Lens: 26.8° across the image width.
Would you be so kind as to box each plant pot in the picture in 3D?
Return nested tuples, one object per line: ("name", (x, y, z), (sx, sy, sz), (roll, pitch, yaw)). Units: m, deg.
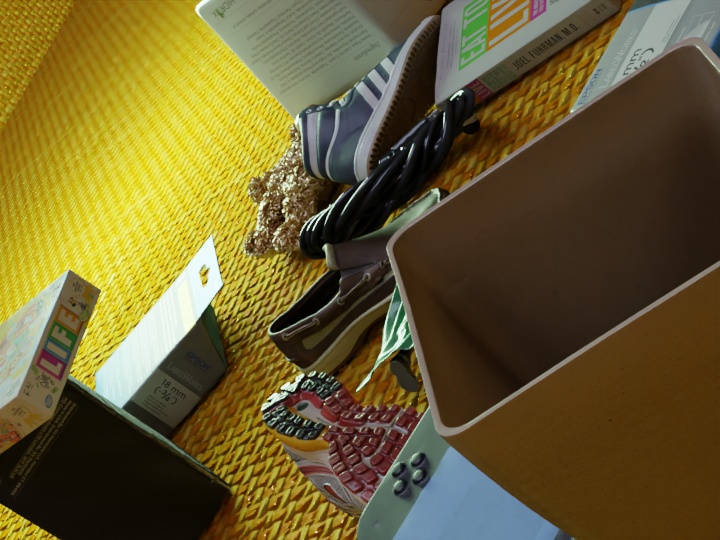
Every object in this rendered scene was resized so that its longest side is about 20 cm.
("plant pot", (0.155, 0.035, 0.765), (0.200, 0.177, 0.200), (-34, 27, 11))

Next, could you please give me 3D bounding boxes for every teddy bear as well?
("teddy bear", (-0.060, -0.096, 1.549), (0.200, 0.067, 0.145), (-59, 25, -13))

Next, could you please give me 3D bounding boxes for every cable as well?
("cable", (0.029, -0.076, 1.312), (0.200, 0.051, 0.163), (-41, 3, -2))

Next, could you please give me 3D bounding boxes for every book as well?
("book", (0.154, -0.233, 1.372), (0.200, 0.048, 0.134), (-32, 34, 38))

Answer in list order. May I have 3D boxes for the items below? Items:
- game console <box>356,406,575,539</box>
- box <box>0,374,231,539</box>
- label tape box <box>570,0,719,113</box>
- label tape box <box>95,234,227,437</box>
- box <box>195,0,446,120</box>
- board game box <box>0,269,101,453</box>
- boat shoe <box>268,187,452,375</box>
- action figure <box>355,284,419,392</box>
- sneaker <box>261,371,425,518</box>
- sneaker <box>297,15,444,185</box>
("game console", (0.097, 0.123, 0.918), (0.200, 0.031, 0.177), (10, 65, 51))
("box", (-0.251, 0.171, 1.353), (0.123, 0.198, 0.200), (-57, 23, -8))
("label tape box", (0.222, -0.156, 1.092), (0.143, 0.066, 0.200), (-59, 25, -15))
("label tape box", (-0.185, 0.079, 1.538), (0.200, 0.063, 0.144), (-49, 22, 11))
("box", (-0.022, -0.305, 1.605), (0.200, 0.171, 0.199), (-23, 25, 50))
("board game box", (-0.300, 0.098, 1.252), (0.200, 0.034, 0.135), (-34, 31, 38))
("boat shoe", (0.001, 0.002, 1.273), (0.202, 0.075, 0.075), (-49, 23, 9))
("action figure", (0.065, 0.006, 1.173), (0.118, 0.055, 0.200), (-36, 21, 38))
("sneaker", (0.012, 0.138, 1.072), (0.078, 0.082, 0.200), (-38, 33, -17))
("sneaker", (0.013, -0.166, 1.462), (0.108, 0.070, 0.200), (5, 58, 39))
